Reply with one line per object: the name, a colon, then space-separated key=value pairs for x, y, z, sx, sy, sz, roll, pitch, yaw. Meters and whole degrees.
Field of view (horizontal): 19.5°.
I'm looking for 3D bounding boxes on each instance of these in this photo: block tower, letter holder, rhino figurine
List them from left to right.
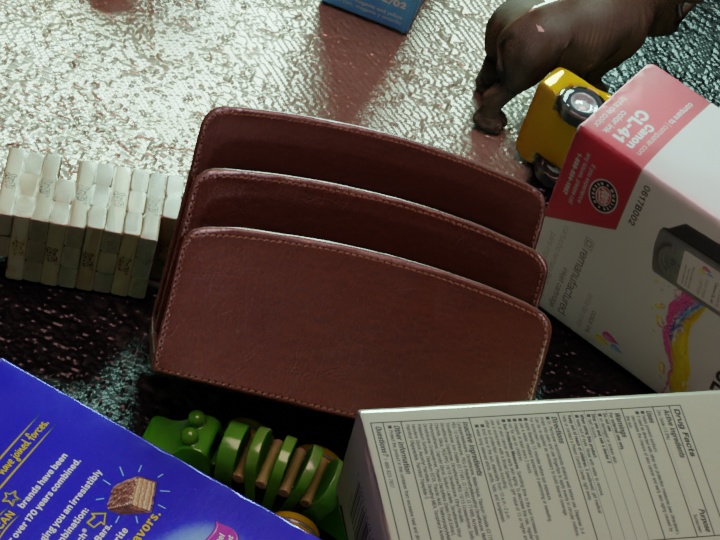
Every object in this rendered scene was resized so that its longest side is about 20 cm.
block tower: x=-0.106 y=-0.018 z=1.192 sx=0.199 sy=0.054 sz=0.058 roll=11 pitch=48 yaw=-7
letter holder: x=0.000 y=0.000 z=1.118 sx=0.199 sy=0.143 sz=0.101 roll=14 pitch=8 yaw=-8
rhino figurine: x=0.156 y=-0.158 z=1.370 sx=0.199 sy=0.088 sz=0.060 roll=-21 pitch=58 yaw=-30

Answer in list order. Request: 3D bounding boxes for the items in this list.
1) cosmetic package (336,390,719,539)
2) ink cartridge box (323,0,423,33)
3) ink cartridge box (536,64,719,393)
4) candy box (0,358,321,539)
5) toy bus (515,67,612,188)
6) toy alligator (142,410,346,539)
cosmetic package: x=0.096 y=0.124 z=1.043 sx=0.199 sy=0.071 sz=0.106 roll=-1 pitch=49 yaw=-14
ink cartridge box: x=0.040 y=-0.270 z=1.359 sx=0.067 sy=0.201 sz=0.115 roll=22 pitch=47 yaw=4
ink cartridge box: x=0.204 y=0.002 z=1.200 sx=0.200 sy=0.148 sz=0.086 roll=38 pitch=50 yaw=19
candy box: x=-0.140 y=0.159 z=1.008 sx=0.199 sy=0.077 sz=0.169 roll=30 pitch=49 yaw=10
toy bus: x=0.196 y=-0.055 z=1.304 sx=0.200 sy=0.065 sz=0.078 roll=37 pitch=49 yaw=18
toy alligator: x=-0.072 y=0.098 z=1.097 sx=0.199 sy=0.054 sz=0.059 roll=21 pitch=46 yaw=3
